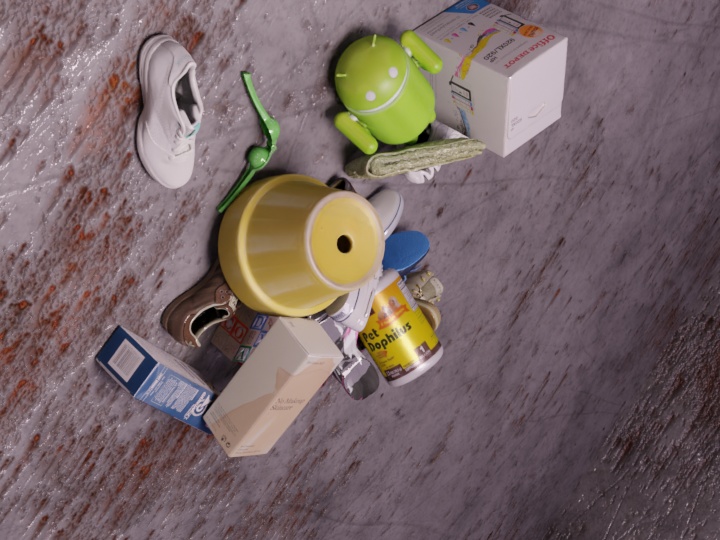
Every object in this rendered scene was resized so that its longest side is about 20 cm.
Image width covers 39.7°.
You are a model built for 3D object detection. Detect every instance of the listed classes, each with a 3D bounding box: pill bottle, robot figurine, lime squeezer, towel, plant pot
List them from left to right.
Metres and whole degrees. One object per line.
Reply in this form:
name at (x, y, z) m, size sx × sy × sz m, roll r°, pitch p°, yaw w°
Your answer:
lime squeezer at (-0.146, -0.170, 1.367) m, size 0.070 × 0.037 × 0.203 m, roll -14°, pitch 129°, yaw -45°
plant pot at (-0.069, -0.035, 1.372) m, size 0.197 × 0.187 × 0.206 m, roll 0°, pitch 90°, yaw -34°
robot figurine at (0.036, -0.262, 1.450) m, size 0.176 × 0.116 × 0.200 m, roll -48°, pitch 146°, yaw 3°
pill bottle at (0.041, 0.075, 1.599) m, size 0.108 × 0.202 × 0.109 m, roll -32°, pitch -176°, yaw 3°
towel at (0.081, -0.175, 1.527) m, size 0.196 × 0.148 × 0.037 m, roll -14°, pitch 98°, yaw -14°

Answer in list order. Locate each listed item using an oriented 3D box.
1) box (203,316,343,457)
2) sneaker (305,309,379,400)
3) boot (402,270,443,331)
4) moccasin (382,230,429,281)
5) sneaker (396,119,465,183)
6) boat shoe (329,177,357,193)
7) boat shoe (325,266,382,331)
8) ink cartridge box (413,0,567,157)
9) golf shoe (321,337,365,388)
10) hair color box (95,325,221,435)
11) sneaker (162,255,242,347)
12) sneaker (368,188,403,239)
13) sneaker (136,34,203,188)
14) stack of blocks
box at (-0.124, 0.165, 1.414) m, size 0.201 × 0.078 × 0.094 m, roll -52°, pitch 151°, yaw 20°
sneaker at (-0.046, 0.117, 1.593) m, size 0.080 × 0.086 × 0.203 m, roll -31°, pitch 121°, yaw -19°
boot at (0.097, 0.054, 1.735) m, size 0.153 × 0.198 × 0.073 m, roll -28°, pitch 107°, yaw -38°
moccasin at (0.029, 0.000, 1.709) m, size 0.197 × 0.081 × 0.069 m, roll -29°, pitch 155°, yaw -10°
sneaker at (0.135, -0.238, 1.643) m, size 0.201 × 0.075 × 0.081 m, roll -49°, pitch 137°, yaw -12°
boat shoe at (-0.075, -0.060, 1.526) m, size 0.201 × 0.072 × 0.065 m, roll -55°, pitch 143°, yaw -20°
boat shoe at (0.000, 0.000, 1.510) m, size 0.065 × 0.073 × 0.203 m, roll 37°, pitch 55°, yaw -30°
ink cartridge box at (0.200, -0.305, 1.548) m, size 0.146 × 0.199 × 0.146 m, roll -35°, pitch 142°, yaw -28°
golf shoe at (-0.033, 0.123, 1.706) m, size 0.199 × 0.073 × 0.092 m, roll -42°, pitch 177°, yaw 13°
hair color box at (-0.275, 0.160, 1.418) m, size 0.061 × 0.099 × 0.200 m, roll -52°, pitch 146°, yaw -4°
sneaker at (-0.193, 0.033, 1.439) m, size 0.200 × 0.075 × 0.071 m, roll -47°, pitch 145°, yaw -14°
sneaker at (-0.007, -0.069, 1.595) m, size 0.200 × 0.073 × 0.071 m, roll -44°, pitch 148°, yaw -18°
sneaker at (-0.223, -0.177, 1.215) m, size 0.075 × 0.088 × 0.203 m, roll -31°, pitch 139°, yaw -34°
stack of blocks at (-0.144, 0.113, 1.583) m, size 0.199 × 0.058 × 0.117 m, roll 16°, pitch 105°, yaw -56°
